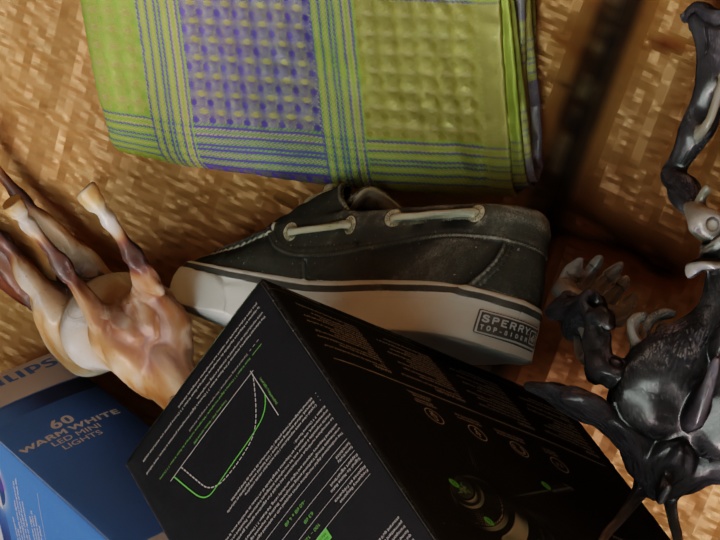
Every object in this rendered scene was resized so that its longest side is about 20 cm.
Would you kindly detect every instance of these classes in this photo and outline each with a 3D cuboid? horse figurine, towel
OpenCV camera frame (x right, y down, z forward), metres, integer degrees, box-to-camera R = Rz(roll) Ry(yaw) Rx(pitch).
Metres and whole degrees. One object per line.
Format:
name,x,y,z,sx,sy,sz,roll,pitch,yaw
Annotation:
horse figurine,-0.118,0.010,1.024,0.200,0.050,0.133,19,147,57
towel,-0.021,-0.101,0.972,0.199,0.023,0.144,4,118,22

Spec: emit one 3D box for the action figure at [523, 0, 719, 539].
action figure,0.131,0.011,0.887,0.118,0.102,0.201,19,84,5

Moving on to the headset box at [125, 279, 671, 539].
headset box,0.039,0.117,0.859,0.093,0.174,0.200,-53,44,16

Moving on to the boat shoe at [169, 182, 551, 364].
boat shoe,0.000,0.000,0.983,0.199,0.071,0.064,3,76,45

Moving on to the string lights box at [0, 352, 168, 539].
string lights box,-0.103,0.121,1.036,0.200,0.059,0.103,32,138,52
